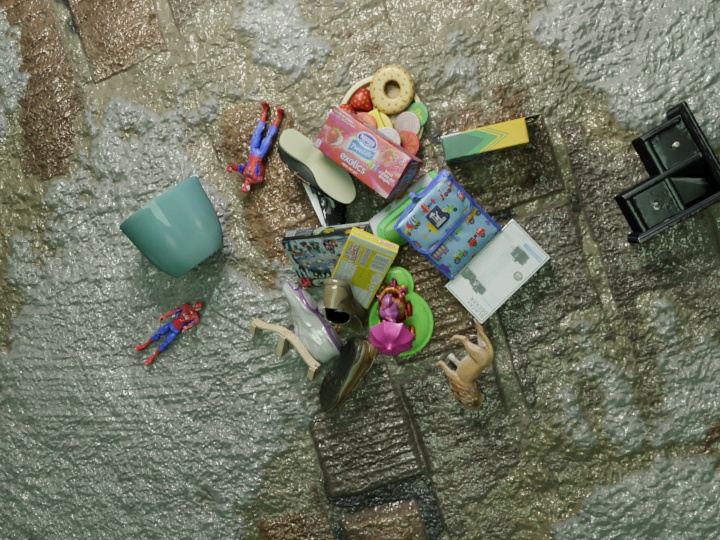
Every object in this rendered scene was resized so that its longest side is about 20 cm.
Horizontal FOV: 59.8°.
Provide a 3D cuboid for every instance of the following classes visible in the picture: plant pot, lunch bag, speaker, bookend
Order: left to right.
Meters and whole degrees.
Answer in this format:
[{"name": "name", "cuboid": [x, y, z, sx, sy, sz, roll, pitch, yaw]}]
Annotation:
[{"name": "plant pot", "cuboid": [-0.397, -0.083, 1.377, 0.199, 0.201, 0.162, -32, 100, 11]}, {"name": "speaker", "cuboid": [0.102, -0.121, 1.335, 0.199, 0.088, 0.089, -39, 88, 11]}, {"name": "lunch bag", "cuboid": [0.164, -0.102, 1.271, 0.151, 0.094, 0.199, -46, 127, 10]}, {"name": "bookend", "cuboid": [0.586, -0.190, 1.240, 0.197, 0.092, 0.202, -29, 89, 11]}]

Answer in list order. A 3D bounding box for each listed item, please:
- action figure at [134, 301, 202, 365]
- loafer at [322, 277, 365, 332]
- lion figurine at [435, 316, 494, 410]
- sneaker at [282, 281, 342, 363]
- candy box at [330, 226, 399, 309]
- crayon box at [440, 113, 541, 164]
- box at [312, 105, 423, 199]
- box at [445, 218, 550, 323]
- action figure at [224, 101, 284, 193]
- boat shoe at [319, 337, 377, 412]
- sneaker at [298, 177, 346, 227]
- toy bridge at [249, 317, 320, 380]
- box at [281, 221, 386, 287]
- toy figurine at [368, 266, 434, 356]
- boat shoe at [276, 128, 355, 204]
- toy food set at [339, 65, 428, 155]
[{"name": "action figure", "cuboid": [-0.447, 0.142, 1.451, 0.199, 0.099, 0.065, -41, 89, 8]}, {"name": "loafer", "cuboid": [-0.042, 0.087, 1.329, 0.075, 0.201, 0.068, 8, 62, 22]}, {"name": "lion figurine", "cuboid": [0.234, 0.200, 1.318, 0.123, 0.072, 0.202, 47, 139, 28]}, {"name": "sneaker", "cuboid": [-0.127, 0.122, 1.401, 0.099, 0.075, 0.201, -34, 87, 14]}, {"name": "candy box", "cuboid": [0.000, 0.000, 1.297, 0.101, 0.027, 0.201, 23, 138, -3]}, {"name": "crayon box", "cuboid": [0.265, -0.263, 1.273, 0.197, 0.126, 0.052, -12, 93, 11]}, {"name": "box", "cuboid": [0.016, -0.237, 1.274, 0.199, 0.099, 0.096, 38, 106, 15]}, {"name": "box", "cuboid": [0.287, 0.002, 1.325, 0.200, 0.060, 0.117, -44, 86, 11]}, {"name": "action figure", "cuboid": [-0.232, -0.267, 1.371, 0.064, 0.099, 0.203, 20, 100, 9]}, {"name": "boat shoe", "cuboid": [-0.023, 0.238, 1.390, 0.073, 0.076, 0.201, 12, 122, -33]}, {"name": "sneaker", "cuboid": [-0.057, -0.140, 1.369, 0.087, 0.076, 0.202, -26, 90, 6]}, {"name": "toy bridge", "cuboid": [-0.171, 0.162, 1.399, 0.199, 0.027, 0.068, 34, 131, 20]}, {"name": "box", "cuboid": [-0.054, -0.030, 1.337, 0.197, 0.040, 0.138, -5, 131, 23]}, {"name": "toy figurine", "cuboid": [0.073, 0.098, 1.309, 0.148, 0.184, 0.204, -5, 93, 10]}, {"name": "boat shoe", "cuboid": [-0.093, -0.212, 1.324, 0.201, 0.063, 0.074, 41, 66, -3]}, {"name": "toy food set", "cuboid": [0.046, -0.321, 1.346, 0.198, 0.049, 0.200, -24, 90, 11]}]
